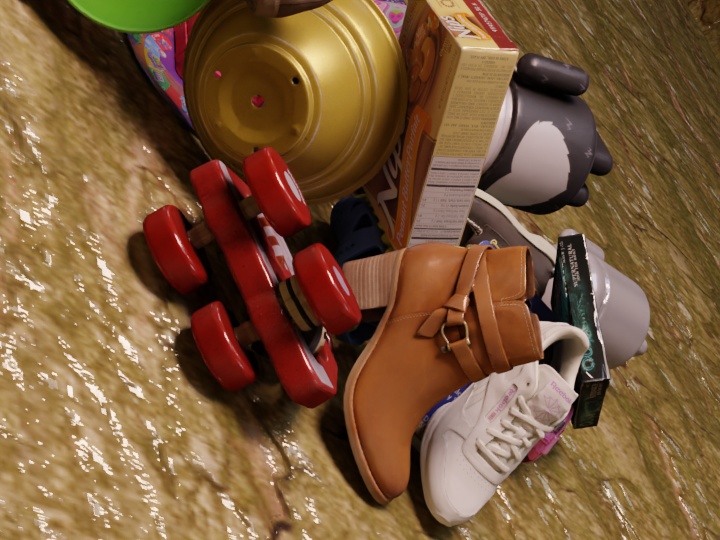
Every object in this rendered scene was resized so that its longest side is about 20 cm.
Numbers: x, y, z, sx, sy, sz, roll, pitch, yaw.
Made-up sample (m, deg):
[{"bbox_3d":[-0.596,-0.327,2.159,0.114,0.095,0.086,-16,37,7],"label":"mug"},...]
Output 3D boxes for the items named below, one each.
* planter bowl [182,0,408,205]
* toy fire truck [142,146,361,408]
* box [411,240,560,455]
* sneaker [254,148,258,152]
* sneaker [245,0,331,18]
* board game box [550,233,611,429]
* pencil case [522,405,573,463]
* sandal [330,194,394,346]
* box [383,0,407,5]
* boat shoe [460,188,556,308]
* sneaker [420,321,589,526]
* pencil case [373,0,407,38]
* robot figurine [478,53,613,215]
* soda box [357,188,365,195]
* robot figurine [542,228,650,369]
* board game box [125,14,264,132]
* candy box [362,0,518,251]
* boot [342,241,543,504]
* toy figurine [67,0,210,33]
[{"bbox_3d":[-0.068,-0.141,1.108,0.201,0.200,0.083,53,24,-1],"label":"planter bowl"},{"bbox_3d":[-0.066,0.010,1.054,0.201,0.112,0.168,63,8,15],"label":"toy fire truck"},{"bbox_3d":[0.105,0.079,1.215,0.121,0.032,0.200,45,60,-17],"label":"box"},{"bbox_3d":[-0.039,-0.105,1.273,0.079,0.075,0.200,67,27,-11],"label":"sneaker"},{"bbox_3d":[-0.063,-0.259,1.091,0.075,0.071,0.201,-4,43,-12],"label":"sneaker"},{"bbox_3d":[0.205,0.063,1.307,0.200,0.028,0.136,72,11,-70],"label":"board game box"},{"bbox_3d":[0.117,0.088,1.288,0.200,0.091,0.094,48,-5,-13],"label":"pencil case"},{"bbox_3d":[0.000,0.000,1.204,0.200,0.086,0.080,-117,-167,-57],"label":"sandal"},{"bbox_3d":[-0.054,-0.281,1.401,0.199,0.104,0.148,16,35,-54],"label":"box"},{"bbox_3d":[0.115,-0.025,1.312,0.201,0.071,0.061,31,68,-38],"label":"boat shoe"},{"bbox_3d":[0.118,0.118,1.138,0.075,0.099,0.201,41,67,-21],"label":"sneaker"},{"bbox_3d":[-0.004,-0.200,1.237,0.198,0.088,0.087,13,20,15],"label":"pencil case"},{"bbox_3d":[0.143,-0.123,1.314,0.199,0.125,0.152,15,87,-30],"label":"robot figurine"},{"bbox_3d":[0.032,-0.099,1.398,0.071,0.063,0.201,10,49,-56],"label":"soda box"},{"bbox_3d":[0.243,0.041,1.534,0.199,0.112,0.171,29,53,-43],"label":"robot figurine"},{"bbox_3d":[-0.127,-0.189,1.255,0.159,0.039,0.200,56,25,4],"label":"board game box"},{"bbox_3d":[0.060,-0.120,1.137,0.055,0.201,0.116,0,37,-20],"label":"candy box"},{"bbox_3d":[0.068,0.077,1.083,0.077,0.154,0.202,38,49,-69],"label":"boot"},{"bbox_3d":[-0.199,-0.276,1.157,0.184,0.198,0.152,-97,-174,-78],"label":"toy figurine"}]
